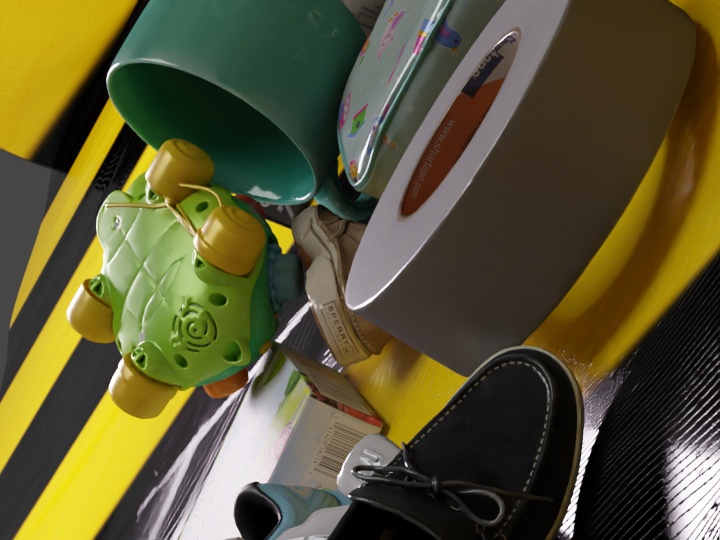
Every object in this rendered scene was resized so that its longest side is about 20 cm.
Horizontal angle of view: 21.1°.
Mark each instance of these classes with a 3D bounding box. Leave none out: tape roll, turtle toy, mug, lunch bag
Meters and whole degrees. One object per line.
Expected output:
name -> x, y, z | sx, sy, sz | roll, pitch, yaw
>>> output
tape roll -> 0.072, -0.052, 0.901 | 0.200, 0.066, 0.200 | -56, 10, 14
turtle toy -> -0.106, -0.002, 1.204 | 0.146, 0.101, 0.200 | -57, 43, 19
mug -> -0.063, -0.123, 1.243 | 0.152, 0.185, 0.115 | 14, 65, 31
lunch bag -> 0.059, -0.139, 1.113 | 0.200, 0.077, 0.160 | -62, 15, 18

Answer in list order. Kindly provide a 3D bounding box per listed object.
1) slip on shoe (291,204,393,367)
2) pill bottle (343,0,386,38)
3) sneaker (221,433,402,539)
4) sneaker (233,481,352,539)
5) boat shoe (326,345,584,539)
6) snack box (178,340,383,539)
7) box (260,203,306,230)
slip on shoe -> 0.000, 0.000, 1.153 | 0.061, 0.076, 0.200 | -25, 12, 3
pill bottle -> -0.018, -0.170, 1.348 | 0.200, 0.114, 0.114 | -61, 16, 20
sneaker -> -0.025, 0.137, 0.874 | 0.200, 0.075, 0.115 | 5, 55, 30
sneaker -> -0.039, 0.182, 0.947 | 0.078, 0.090, 0.200 | -57, 20, 31
boat shoe -> 0.029, 0.106, 0.788 | 0.200, 0.075, 0.062 | -53, -33, -24
snack box -> -0.062, 0.153, 1.142 | 0.200, 0.053, 0.142 | -65, 14, 4
box -> -0.035, -0.157, 1.520 | 0.200, 0.050, 0.199 | -62, 15, 19
